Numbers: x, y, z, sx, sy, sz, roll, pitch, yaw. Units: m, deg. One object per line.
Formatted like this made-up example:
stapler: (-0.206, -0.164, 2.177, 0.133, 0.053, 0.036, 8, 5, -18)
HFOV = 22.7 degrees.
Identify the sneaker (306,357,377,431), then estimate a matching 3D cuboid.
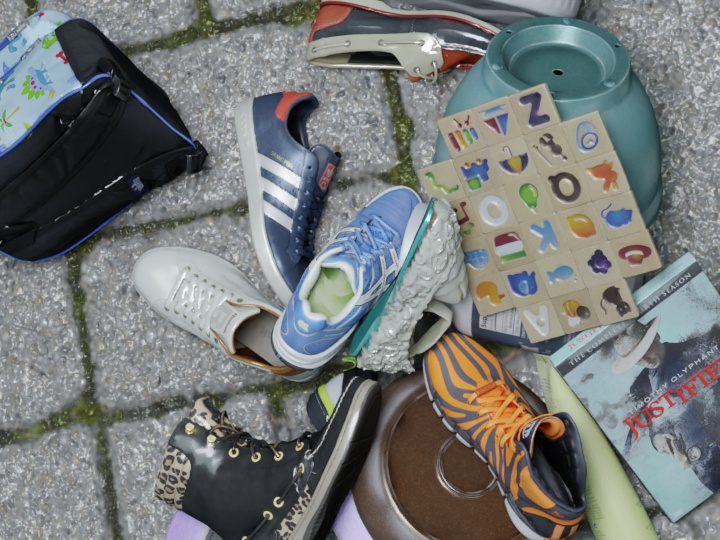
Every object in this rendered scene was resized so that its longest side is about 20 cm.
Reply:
sneaker: (0.032, 0.163, 1.557, 0.083, 0.072, 0.201, -37, 78, 3)

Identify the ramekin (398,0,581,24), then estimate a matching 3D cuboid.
ramekin: (0.105, -0.272, 1.536, 0.198, 0.200, 0.099, 10, 92, 12)

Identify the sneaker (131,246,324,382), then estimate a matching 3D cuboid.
sneaker: (-0.123, 0.031, 1.598, 0.199, 0.085, 0.073, 27, 91, 14)

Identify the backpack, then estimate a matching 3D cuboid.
backpack: (-0.274, -0.116, 1.602, 0.200, 0.183, 0.147, -39, 55, 8)

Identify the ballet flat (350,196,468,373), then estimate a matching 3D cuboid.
ballet flat: (0.052, 0.017, 1.470, 0.071, 0.201, 0.072, 12, 49, -14)

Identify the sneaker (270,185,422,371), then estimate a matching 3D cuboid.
sneaker: (0.000, 0.000, 1.554, 0.075, 0.077, 0.201, 33, 61, 4)

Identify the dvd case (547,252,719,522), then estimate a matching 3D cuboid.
dvd case: (0.264, 0.100, 1.485, 0.145, 0.022, 0.200, -36, 116, 4)

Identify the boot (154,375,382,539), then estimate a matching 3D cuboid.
boot: (-0.079, 0.152, 1.503, 0.150, 0.073, 0.201, 30, 110, 16)

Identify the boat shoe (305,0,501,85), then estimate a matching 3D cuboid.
boat shoe: (0.047, -0.197, 1.596, 0.198, 0.071, 0.063, 14, 74, 17)

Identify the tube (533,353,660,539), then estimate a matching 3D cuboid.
tube: (0.196, 0.161, 1.514, 0.058, 0.052, 0.201, -25, 91, 44)

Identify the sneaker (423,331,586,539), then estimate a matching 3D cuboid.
sneaker: (0.128, 0.122, 1.472, 0.077, 0.112, 0.201, -31, 75, -20)

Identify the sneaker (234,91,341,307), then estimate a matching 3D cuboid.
sneaker: (-0.054, -0.067, 1.600, 0.084, 0.075, 0.202, -14, 80, 14)

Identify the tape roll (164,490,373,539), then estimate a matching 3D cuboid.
tape roll: (-0.071, 0.261, 1.569, 0.198, 0.066, 0.202, -1, 83, 12)

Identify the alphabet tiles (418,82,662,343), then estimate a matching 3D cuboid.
alphabet tiles: (0.141, -0.042, 1.423, 0.165, 0.006, 0.202, -17, 104, 31)

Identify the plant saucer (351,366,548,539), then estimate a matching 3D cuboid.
plant saucer: (0.090, 0.168, 1.525, 0.198, 0.032, 0.202, 3, 68, -8)

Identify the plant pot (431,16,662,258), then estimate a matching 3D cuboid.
plant pot: (0.158, -0.123, 1.486, 0.198, 0.135, 0.201, 1, 41, -1)

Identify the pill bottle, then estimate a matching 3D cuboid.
pill bottle: (0.137, 0.005, 1.532, 0.198, 0.120, 0.121, 12, 86, 13)
